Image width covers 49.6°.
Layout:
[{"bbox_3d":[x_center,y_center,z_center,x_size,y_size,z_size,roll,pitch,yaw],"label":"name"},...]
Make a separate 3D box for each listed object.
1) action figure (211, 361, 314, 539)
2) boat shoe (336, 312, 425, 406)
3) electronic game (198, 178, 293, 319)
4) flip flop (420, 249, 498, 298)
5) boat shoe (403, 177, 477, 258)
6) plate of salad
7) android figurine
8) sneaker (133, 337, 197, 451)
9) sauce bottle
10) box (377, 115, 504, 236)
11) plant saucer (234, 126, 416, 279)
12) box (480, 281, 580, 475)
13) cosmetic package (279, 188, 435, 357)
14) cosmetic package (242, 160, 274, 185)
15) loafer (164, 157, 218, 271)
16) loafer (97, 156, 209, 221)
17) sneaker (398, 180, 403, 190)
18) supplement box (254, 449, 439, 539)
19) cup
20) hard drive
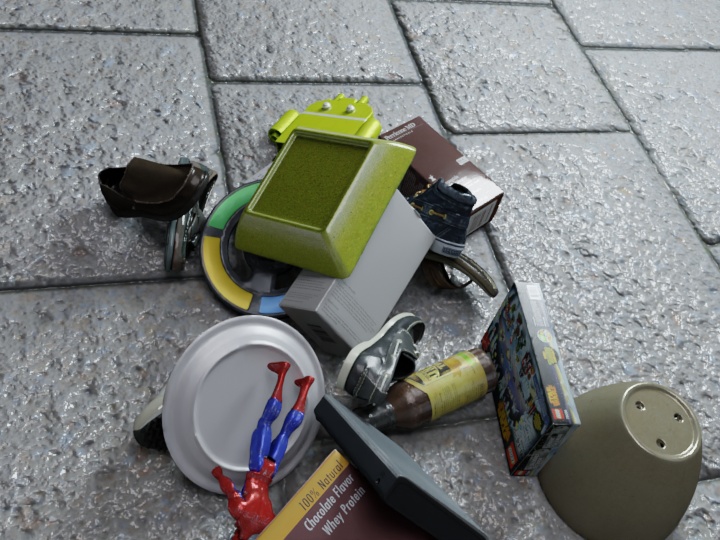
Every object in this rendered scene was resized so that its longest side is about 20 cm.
[{"bbox_3d":[-0.116,0.207,0.838,0.065,0.098,0.202,33,54,-29],"label":"action figure"},{"bbox_3d":[0.041,0.111,0.973,0.067,0.073,0.200,22,24,19],"label":"boat shoe"},{"bbox_3d":[-0.120,-0.031,1.054,0.196,0.042,0.203,0,71,0],"label":"electronic game"},{"bbox_3d":[0.107,-0.008,1.121,0.198,0.058,0.081,25,10,9],"label":"flip flop"},{"bbox_3d":[0.104,-0.094,1.121,0.070,0.092,0.200,13,16,-28],"label":"boat shoe"},{"bbox_3d":[-0.131,0.151,0.883,0.197,0.048,0.204,-3,95,-32],"label":"plate of salad"},{"bbox_3d":[-0.053,-0.220,1.233,0.180,0.041,0.201,13,48,27],"label":"android figurine"},{"bbox_3d":[-0.195,0.134,0.935,0.199,0.071,0.093,-36,44,-29],"label":"sneaker"},{"bbox_3d":[0.079,0.158,0.977,0.198,0.065,0.065,-20,59,-26],"label":"sauce bottle"},{"bbox_3d":[0.119,-0.145,1.227,0.100,0.075,0.200,-31,63,-33],"label":"box"},{"bbox_3d":[-0.057,-0.105,0.992,0.198,0.048,0.202,15,67,35],"label":"plant saucer"},{"bbox_3d":[0.208,0.136,0.983,0.039,0.138,0.202,3,51,-12],"label":"box"},{"bbox_3d":[0.000,0.000,1.007,0.084,0.108,0.201,4,53,49],"label":"cosmetic package"},{"bbox_3d":[-0.076,-0.076,1.133,0.199,0.051,0.082,38,51,15],"label":"cosmetic package"},{"bbox_3d":[-0.234,-0.081,1.085,0.062,0.072,0.202,9,48,-15],"label":"loafer"},{"bbox_3d":[-0.283,-0.111,1.027,0.198,0.071,0.074,-4,53,36],"label":"loafer"},{"bbox_3d":[-0.010,-0.145,1.139,0.076,0.077,0.198,11,9,41],"label":"sneaker"},{"bbox_3d":[-0.021,0.334,0.765,0.199,0.134,0.197,37,52,15],"label":"supplement box"},{"bbox_3d":[0.332,0.216,0.948,0.197,0.144,0.203,8,50,-9],"label":"cup"},{"bbox_3d":[0.036,0.214,0.828,0.139,0.200,0.033,41,86,-27],"label":"hard drive"}]
